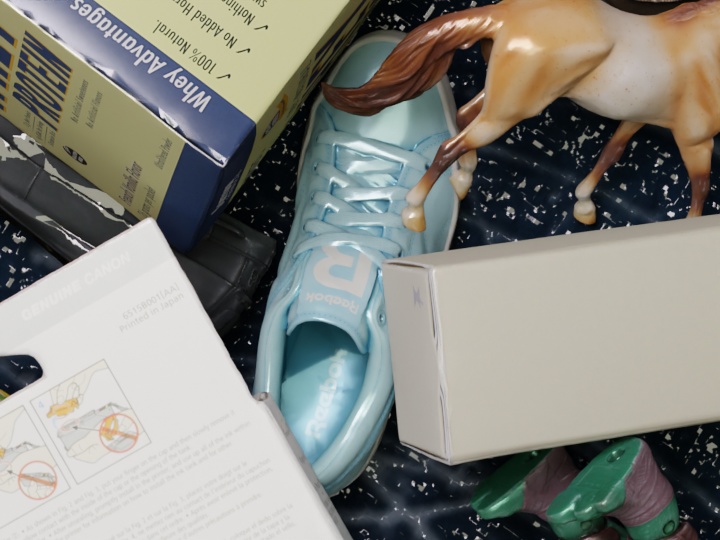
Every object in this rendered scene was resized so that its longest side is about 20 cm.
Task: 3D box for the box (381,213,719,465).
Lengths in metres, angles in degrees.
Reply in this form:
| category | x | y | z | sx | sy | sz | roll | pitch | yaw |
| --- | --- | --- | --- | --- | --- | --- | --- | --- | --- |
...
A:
| category | x | y | z | sx | sy | sz | roll | pitch | yaw |
| --- | --- | --- | --- | --- | --- | --- | --- | --- | --- |
| box | 0.114 | 0.022 | 1.209 | 0.199 | 0.068 | 0.083 | -6 | 96 | -16 |

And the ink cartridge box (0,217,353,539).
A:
| category | x | y | z | sx | sy | sz | roll | pitch | yaw |
| --- | --- | --- | --- | --- | --- | --- | --- | --- | --- |
| ink cartridge box | -0.121 | 0.101 | 1.194 | 0.199 | 0.044 | 0.174 | -29 | 91 | 4 |

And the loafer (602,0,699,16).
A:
| category | x | y | z | sx | sy | sz | roll | pitch | yaw |
| --- | --- | --- | --- | --- | --- | --- | --- | --- | --- |
| loafer | 0.118 | -0.200 | 1.229 | 0.073 | 0.071 | 0.201 | -2 | 92 | 2 |

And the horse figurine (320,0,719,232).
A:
| category | x | y | z | sx | sy | sz | roll | pitch | yaw |
| --- | --- | --- | --- | --- | --- | --- | --- | --- | --- |
| horse figurine | 0.090 | -0.071 | 1.209 | 0.199 | 0.050 | 0.133 | 7 | 126 | -25 |

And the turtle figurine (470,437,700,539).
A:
| category | x | y | z | sx | sy | sz | roll | pitch | yaw |
| --- | --- | --- | --- | --- | --- | --- | --- | --- | --- |
| turtle figurine | 0.135 | 0.157 | 1.232 | 0.149 | 0.101 | 0.200 | -20 | 113 | 46 |

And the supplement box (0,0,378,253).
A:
| category | x | y | z | sx | sy | sz | roll | pitch | yaw |
| --- | --- | --- | --- | --- | --- | --- | --- | --- | --- |
| supplement box | -0.081 | -0.155 | 1.179 | 0.200 | 0.134 | 0.200 | 37 | 73 | 1 |

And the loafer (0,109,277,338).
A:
| category | x | y | z | sx | sy | sz | roll | pitch | yaw |
| --- | --- | --- | --- | --- | --- | --- | --- | --- | --- |
| loafer | -0.125 | -0.046 | 1.250 | 0.200 | 0.068 | 0.071 | 38 | 81 | -2 |

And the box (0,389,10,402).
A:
| category | x | y | z | sx | sy | sz | roll | pitch | yaw |
| --- | --- | --- | --- | --- | --- | --- | --- | --- | --- |
| box | -0.203 | 0.058 | 1.252 | 0.199 | 0.070 | 0.064 | 32 | 95 | 1 |

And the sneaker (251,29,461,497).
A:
| category | x | y | z | sx | sy | sz | roll | pitch | yaw |
| --- | --- | --- | --- | --- | --- | --- | --- | --- | --- |
| sneaker | 0.000 | 0.000 | 1.236 | 0.073 | 0.082 | 0.201 | 9 | 93 | 1 |
